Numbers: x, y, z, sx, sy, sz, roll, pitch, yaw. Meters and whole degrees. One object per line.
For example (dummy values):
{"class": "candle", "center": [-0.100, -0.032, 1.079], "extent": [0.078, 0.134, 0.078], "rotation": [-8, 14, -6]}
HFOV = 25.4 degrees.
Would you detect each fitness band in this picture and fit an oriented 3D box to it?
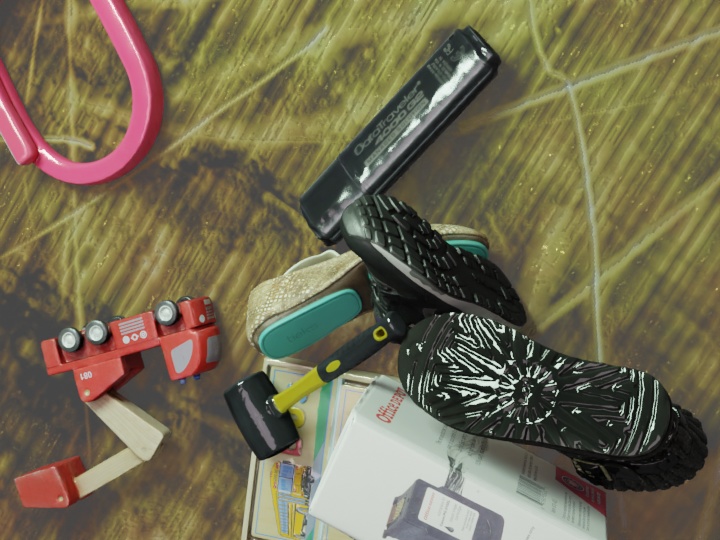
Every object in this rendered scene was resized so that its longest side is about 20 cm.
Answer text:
{"class": "fitness band", "center": [-0.244, -0.167, 1.319], "extent": [0.143, 0.037, 0.201], "rotation": [-29, 86, 14]}

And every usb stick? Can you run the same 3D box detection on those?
{"class": "usb stick", "center": [0.028, -0.102, 1.233], "extent": [0.200, 0.033, 0.056], "rotation": [-47, 49, 15]}

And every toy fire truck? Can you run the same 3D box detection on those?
{"class": "toy fire truck", "center": [-0.198, 0.109, 1.314], "extent": [0.198, 0.049, 0.142], "rotation": [-15, 90, 17]}

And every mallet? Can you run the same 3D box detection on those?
{"class": "mallet", "center": [-0.037, 0.072, 1.202], "extent": [0.066, 0.041, 0.200], "rotation": [54, 132, 11]}

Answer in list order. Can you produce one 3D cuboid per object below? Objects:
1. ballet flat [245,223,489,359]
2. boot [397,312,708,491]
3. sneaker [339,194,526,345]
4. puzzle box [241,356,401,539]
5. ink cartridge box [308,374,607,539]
{"class": "ballet flat", "center": [0.000, 0.000, 1.230], "extent": [0.199, 0.071, 0.066], "rotation": [-21, 47, -3]}
{"class": "boot", "center": [0.140, 0.101, 1.154], "extent": [0.210, 0.158, 0.080], "rotation": [19, 84, 23]}
{"class": "sneaker", "center": [0.036, 0.019, 1.164], "extent": [0.087, 0.200, 0.076], "rotation": [-35, 49, 21]}
{"class": "puzzle box", "center": [-0.026, 0.176, 1.277], "extent": [0.132, 0.025, 0.202], "rotation": [9, 96, 17]}
{"class": "ink cartridge box", "center": [0.074, 0.168, 1.166], "extent": [0.199, 0.145, 0.085], "rotation": [27, 100, 4]}
